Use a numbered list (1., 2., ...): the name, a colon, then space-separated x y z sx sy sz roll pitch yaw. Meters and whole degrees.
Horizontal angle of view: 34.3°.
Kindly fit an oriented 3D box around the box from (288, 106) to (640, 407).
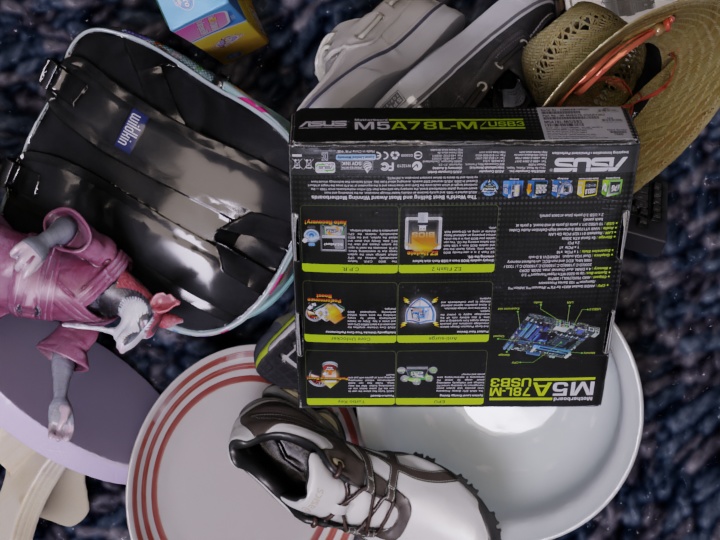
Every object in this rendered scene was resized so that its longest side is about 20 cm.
1. box: 0.057 -0.002 0.702 0.197 0.048 0.195 -1 127 0

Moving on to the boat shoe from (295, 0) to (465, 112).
1. boat shoe: 0.001 -0.141 0.799 0.065 0.072 0.200 32 50 12

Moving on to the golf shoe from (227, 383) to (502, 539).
1. golf shoe: -0.004 0.154 0.781 0.198 0.094 0.078 26 107 12

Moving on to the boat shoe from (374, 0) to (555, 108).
1. boat shoe: 0.088 -0.133 0.797 0.066 0.200 0.070 47 136 2

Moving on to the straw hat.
1. straw hat: 0.151 -0.126 0.758 0.201 0.201 0.085 -40 62 4

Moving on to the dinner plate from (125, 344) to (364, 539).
1. dinner plate: -0.081 0.155 0.849 0.198 0.024 0.203 0 89 -33

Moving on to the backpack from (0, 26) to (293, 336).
1. backpack: -0.125 -0.054 0.814 0.198 0.150 0.179 28 96 10

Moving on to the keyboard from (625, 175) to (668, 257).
1. keyboard: 0.122 -0.050 0.833 0.198 0.021 0.128 15 53 2

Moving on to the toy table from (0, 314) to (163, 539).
1. toy table: -0.235 0.120 0.830 0.117 0.185 0.200 -41 124 14

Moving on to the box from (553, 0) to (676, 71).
1. box: 0.188 -0.246 0.833 0.115 0.060 0.203 -12 94 3

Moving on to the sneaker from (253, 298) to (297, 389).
1. sneaker: 0.000 0.000 0.795 0.200 0.081 0.074 -45 128 10

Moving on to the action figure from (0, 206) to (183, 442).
1. action figure: -0.209 0.007 0.737 0.198 0.149 0.135 12 120 -10

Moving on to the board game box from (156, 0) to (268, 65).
1. board game box: -0.121 -0.225 0.778 0.040 0.200 0.154 -24 94 4

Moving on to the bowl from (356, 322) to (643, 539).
1. bowl: 0.102 0.087 0.836 0.199 0.090 0.204 2 97 15
